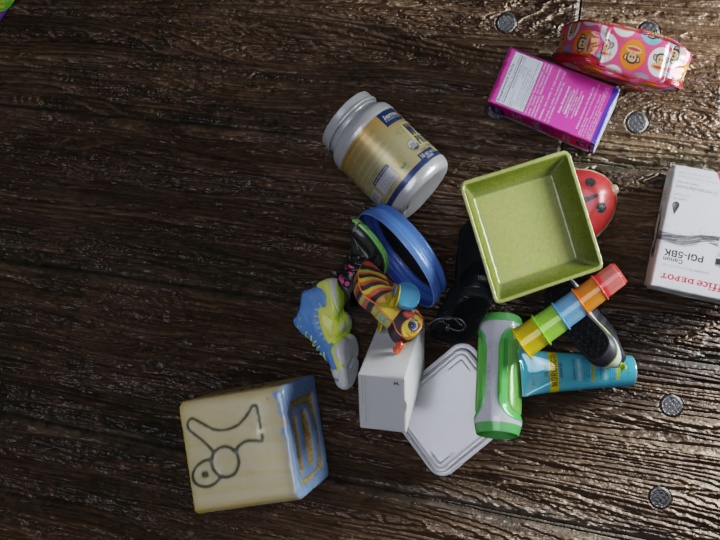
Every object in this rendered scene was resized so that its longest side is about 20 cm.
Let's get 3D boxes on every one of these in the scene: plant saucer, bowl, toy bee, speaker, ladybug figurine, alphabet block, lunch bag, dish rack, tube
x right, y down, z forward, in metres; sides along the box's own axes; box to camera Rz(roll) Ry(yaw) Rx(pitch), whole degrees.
[{"bbox_3d":[0.274,-0.070,1.395,0.195,0.048,0.204,-17,88,-10],"label":"plant saucer"},{"bbox_3d":[0.074,-0.028,1.471,0.039,0.201,0.201,-38,79,-14],"label":"bowl"},{"bbox_3d":[0.064,0.074,1.406,0.196,0.132,0.110,20,57,20],"label":"toy bee"},{"bbox_3d":[0.236,0.179,1.453,0.086,0.089,0.205,0,70,13],"label":"speaker"},{"bbox_3d":[0.348,-0.103,1.464,0.197,0.072,0.138,-27,83,12],"label":"ladybug figurine"},{"bbox_3d":[-0.185,0.305,1.523,0.195,0.196,0.200,-10,85,13],"label":"alphabet block"},{"bbox_3d":[0.421,-0.352,1.400,0.195,0.176,0.084,13,102,-8],"label":"lunch bag"},{"bbox_3d":[0.161,0.249,1.518,0.199,0.043,0.173,-40,80,9],"label":"dish rack"},{"bbox_3d":[0.362,0.170,1.435,0.195,0.051,0.079,-1,70,-6],"label":"tube"}]

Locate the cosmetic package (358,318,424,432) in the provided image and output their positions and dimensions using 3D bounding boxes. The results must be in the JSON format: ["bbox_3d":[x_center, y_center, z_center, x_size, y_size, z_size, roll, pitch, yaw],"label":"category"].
[{"bbox_3d":[0.057,0.171,1.452,0.083,0.201,0.110,4,115,13],"label":"cosmetic package"}]

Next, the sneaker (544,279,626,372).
[{"bbox_3d":[0.381,0.095,1.443,0.072,0.082,0.202,-45,45,23],"label":"sneaker"}]

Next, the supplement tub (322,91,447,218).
[{"bbox_3d":[0.041,-0.202,1.504,0.200,0.144,0.145,44,98,10],"label":"supplement tub"}]

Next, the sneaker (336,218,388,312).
[{"bbox_3d":[0.000,0.000,1.489,0.083,0.203,0.077,-28,46,-23],"label":"sneaker"}]

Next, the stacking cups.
[{"bbox_3d":[0.341,0.062,1.393,0.199,0.060,0.061,-38,81,7],"label":"stacking cups"}]

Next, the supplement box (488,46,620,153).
[{"bbox_3d":[0.328,-0.290,1.458,0.197,0.101,0.105,26,95,13],"label":"supplement box"}]

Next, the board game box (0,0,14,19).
[{"bbox_3d":[-0.747,-0.611,1.725,0.103,0.105,0.201,41,99,10],"label":"board game box"}]

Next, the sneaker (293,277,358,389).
[{"bbox_3d":[-0.065,0.120,1.568,0.103,0.075,0.205,-11,79,25],"label":"sneaker"}]

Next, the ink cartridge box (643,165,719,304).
[{"bbox_3d":[0.562,-0.057,1.405,0.143,0.083,0.205,11,91,13],"label":"ink cartridge box"}]

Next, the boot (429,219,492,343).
[{"bbox_3d":[0.186,0.016,1.492,0.075,0.201,0.171,17,58,-7],"label":"boot"}]
